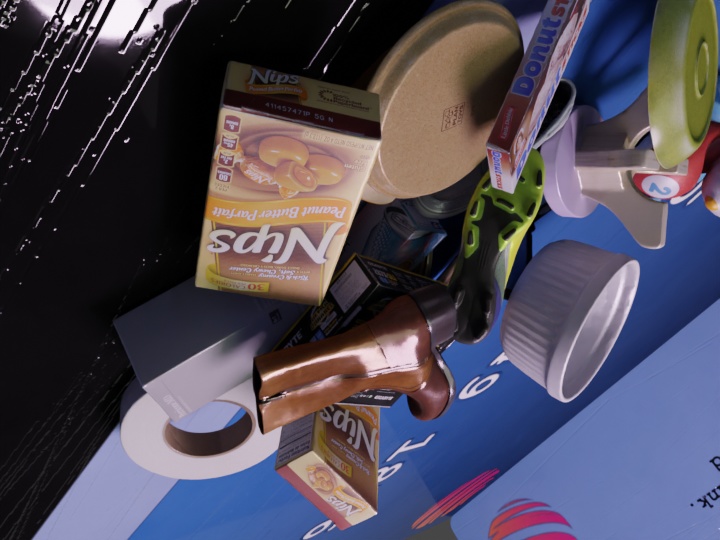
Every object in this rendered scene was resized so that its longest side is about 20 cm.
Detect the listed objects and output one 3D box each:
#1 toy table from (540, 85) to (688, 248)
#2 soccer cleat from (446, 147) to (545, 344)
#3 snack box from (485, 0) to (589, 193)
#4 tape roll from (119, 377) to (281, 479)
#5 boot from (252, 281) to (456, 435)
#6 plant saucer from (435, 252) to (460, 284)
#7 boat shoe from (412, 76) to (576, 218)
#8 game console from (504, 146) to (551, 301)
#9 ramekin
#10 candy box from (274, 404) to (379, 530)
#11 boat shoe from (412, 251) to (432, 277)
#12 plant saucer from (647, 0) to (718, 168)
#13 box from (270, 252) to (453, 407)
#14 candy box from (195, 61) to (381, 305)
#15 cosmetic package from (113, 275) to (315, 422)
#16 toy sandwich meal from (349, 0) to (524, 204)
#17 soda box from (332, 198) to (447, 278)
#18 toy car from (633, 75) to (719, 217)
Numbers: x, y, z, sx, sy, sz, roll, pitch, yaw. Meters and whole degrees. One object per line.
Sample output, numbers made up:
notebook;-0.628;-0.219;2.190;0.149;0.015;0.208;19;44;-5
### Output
toy table;0.292;-0.124;0.831;0.199;0.116;0.187;-25;116;-50
soccer cleat;0.128;-0.026;0.727;0.084;0.064;0.203;-44;151;-77
snack box;0.157;-0.173;0.640;0.202;0.024;0.072;-65;159;-14
tape roll;-0.175;0.170;0.849;0.199;0.037;0.205;-9;133;-9
boot;-0.002;0.117;0.706;0.198;0.069;0.190;-23;145;-18
plant saucer;0.097;0.033;0.935;0.201;0.029;0.200;-49;176;-5
boat shoe;0.134;-0.130;0.739;0.200;0.070;0.072;-38;172;-8
game console;0.224;-0.058;0.916;0.171;0.120;0.199;-36;155;20
ramekin;0.266;0.057;0.952;0.199;0.104;0.203;-35;139;-36
candy box;-0.031;0.172;0.834;0.055;0.201;0.116;-31;117;21
boat shoe;0.017;0.031;0.883;0.067;0.072;0.201;-3;136;-39
plant saucer;0.339;-0.207;0.758;0.199;0.031;0.204;-14;108;-53
box;0.015;0.072;0.771;0.199;0.050;0.160;16;119;-51
candy box;-0.064;-0.058;0.587;0.113;0.056;0.201;10;139;-11
cosmetic package;-0.130;0.054;0.734;0.198;0.091;0.107;-33;152;-11
toy sandwich meal;0.056;-0.147;0.642;0.203;0.070;0.207;-27;142;-22
soda box;0.000;0.000;0.811;0.063;0.069;0.200;2;137;-51
toy car;0.500;-0.127;1.035;0.175;0.201;0.185;-28;153;-11
